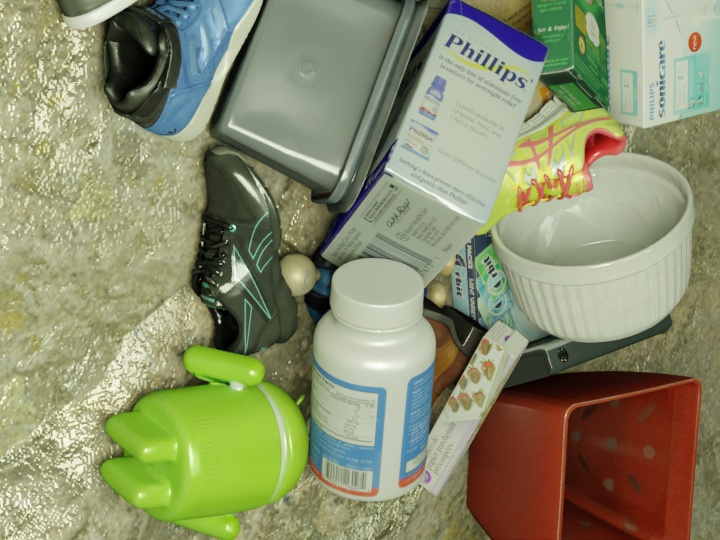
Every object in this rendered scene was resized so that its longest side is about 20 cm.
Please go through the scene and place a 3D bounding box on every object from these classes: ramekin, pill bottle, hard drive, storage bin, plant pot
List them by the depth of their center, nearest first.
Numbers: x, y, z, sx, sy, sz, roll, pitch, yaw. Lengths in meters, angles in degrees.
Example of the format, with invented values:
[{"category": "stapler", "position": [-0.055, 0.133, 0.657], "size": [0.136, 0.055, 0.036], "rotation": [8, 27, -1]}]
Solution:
[{"category": "storage bin", "position": [-0.045, -0.171, 1.546], "size": [0.133, 0.145, 0.202], "rotation": [22, 87, -13]}, {"category": "pill bottle", "position": [0.011, 0.096, 1.557], "size": [0.112, 0.112, 0.202], "rotation": [-18, 127, -34]}, {"category": "ramekin", "position": [0.230, -0.019, 1.702], "size": [0.199, 0.199, 0.106], "rotation": [-34, 128, -27]}, {"category": "hard drive", "position": [0.208, 0.082, 1.784], "size": [0.199, 0.139, 0.033], "rotation": [-15, 87, -42]}, {"category": "plant pot", "position": [0.218, 0.202, 1.811], "size": [0.198, 0.176, 0.202], "rotation": [-7, 105, -37]}]

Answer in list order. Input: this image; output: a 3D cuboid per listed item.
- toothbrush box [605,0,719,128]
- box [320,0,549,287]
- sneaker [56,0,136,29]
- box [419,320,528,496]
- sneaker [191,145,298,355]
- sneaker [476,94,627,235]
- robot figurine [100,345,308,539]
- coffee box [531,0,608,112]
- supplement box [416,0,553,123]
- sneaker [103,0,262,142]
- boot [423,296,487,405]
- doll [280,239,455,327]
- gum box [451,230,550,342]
[{"category": "toothbrush box", "position": [0.340, -0.244, 1.858], "size": [0.199, 0.085, 0.148], "rotation": [-14, 110, -34]}, {"category": "box", "position": [0.065, -0.106, 1.564], "size": [0.104, 0.184, 0.201], "rotation": [27, 60, -8]}, {"category": "sneaker", "position": [-0.182, -0.294, 1.431], "size": [0.200, 0.070, 0.100], "rotation": [-40, 128, -20]}, {"category": "box", "position": [0.105, 0.138, 1.723], "size": [0.041, 0.039, 0.201], "rotation": [-40, 160, -54]}, {"category": "sneaker", "position": [-0.111, -0.012, 1.558], "size": [0.079, 0.075, 0.202], "rotation": [-27, 116, -28]}, {"category": "sneaker", "position": [0.178, -0.097, 1.676], "size": [0.200, 0.090, 0.078], "rotation": [-42, 155, -17]}, {"category": "robot figurine", "position": [-0.131, 0.160, 1.557], "size": [0.199, 0.115, 0.177], "rotation": [-5, 110, -38]}, {"category": "coffee box", "position": [0.196, -0.263, 1.643], "size": [0.123, 0.044, 0.202], "rotation": [27, 60, -63]}, {"category": "supplement box", "position": [0.134, -0.243, 1.698], "size": [0.126, 0.073, 0.201], "rotation": [-37, 122, -27]}, {"category": "sneaker", "position": [-0.153, -0.215, 1.463], "size": [0.111, 0.076, 0.202], "rotation": [16, 97, -58]}, {"category": "boot", "position": [0.018, 0.113, 1.680], "size": [0.201, 0.068, 0.188], "rotation": [-57, 149, 6]}, {"category": "doll", "position": [0.000, 0.000, 1.665], "size": [0.199, 0.048, 0.138], "rotation": [-1, 114, -39]}, {"category": "gum box", "position": [0.181, -0.017, 1.812], "size": [0.199, 0.044, 0.172], "rotation": [-17, 111, -35]}]
